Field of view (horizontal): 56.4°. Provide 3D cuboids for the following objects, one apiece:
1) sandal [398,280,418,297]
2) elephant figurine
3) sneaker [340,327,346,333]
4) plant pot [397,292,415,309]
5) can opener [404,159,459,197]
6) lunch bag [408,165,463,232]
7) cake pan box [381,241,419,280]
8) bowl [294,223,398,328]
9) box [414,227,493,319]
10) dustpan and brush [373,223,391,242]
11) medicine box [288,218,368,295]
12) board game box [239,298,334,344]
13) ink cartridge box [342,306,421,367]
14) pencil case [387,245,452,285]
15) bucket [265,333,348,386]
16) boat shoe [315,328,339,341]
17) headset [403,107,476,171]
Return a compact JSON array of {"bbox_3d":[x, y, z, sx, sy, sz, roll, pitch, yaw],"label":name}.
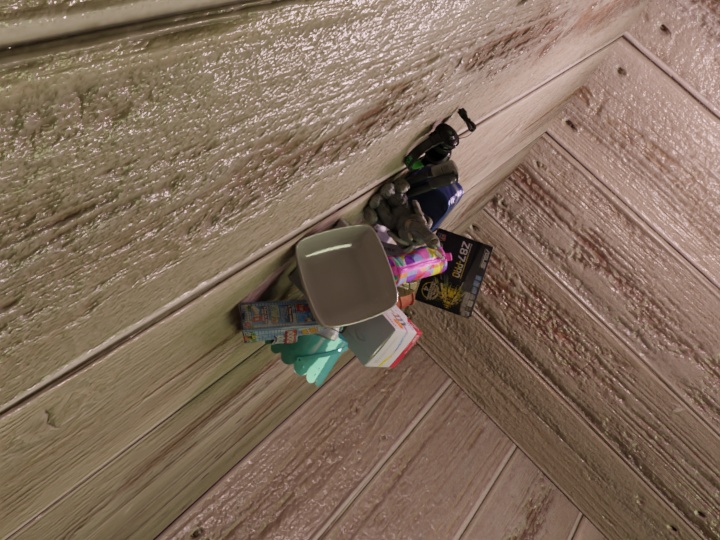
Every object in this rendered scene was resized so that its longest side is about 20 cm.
[{"bbox_3d":[0.072,0.028,1.855,0.196,0.054,0.081,0,130,-23],"label":"sandal"},{"bbox_3d":[0.111,-0.107,1.603,0.155,0.200,0.142,-34,165,-50],"label":"elephant figurine"},{"bbox_3d":[-0.051,0.086,1.782,0.072,0.082,0.202,-52,166,-36],"label":"sneaker"},{"bbox_3d":[0.039,0.077,2.131,0.194,0.202,0.201,-34,167,-16],"label":"plant pot"},{"bbox_3d":[0.157,-0.214,1.601,0.066,0.054,0.199,-24,-173,-35],"label":"can opener"},{"bbox_3d":[0.171,-0.182,1.751,0.201,0.136,0.132,-51,173,34],"label":"lunch bag"},{"bbox_3d":[0.083,-0.032,1.867,0.184,0.196,0.053,87,17,-77],"label":"cake pan box"},{"bbox_3d":[-0.035,0.018,1.407,0.196,0.203,0.075,-15,167,-23],"label":"bowl"},{"bbox_3d":[0.249,0.008,1.795,0.049,0.158,0.204,8,101,-83],"label":"box"},{"bbox_3d":[0.070,-0.112,1.888,0.140,0.057,0.200,-49,177,9],"label":"dustpan and brush"},{"bbox_3d":[-0.052,-0.010,1.584,0.182,0.103,0.200,-47,170,5],"label":"medicine box"},{"bbox_3d":[-0.156,0.115,1.453,0.196,0.063,0.200,-6,161,-9],"label":"board game box"},{"bbox_3d":[0.055,0.181,1.956,0.145,0.145,0.199,-50,155,13],"label":"ink cartridge box"},{"bbox_3d":[0.134,-0.015,1.685,0.198,0.089,0.089,-17,154,-38],"label":"pencil case"},{"bbox_3d":[-0.137,0.186,1.747,0.135,0.206,0.207,-50,171,0],"label":"bucket"},{"bbox_3d":[-0.123,0.114,1.608,0.073,0.197,0.068,40,69,-55],"label":"boat shoe"},{"bbox_3d":[0.183,-0.306,1.573,0.198,0.095,0.124,-28,170,-14],"label":"headset"}]
